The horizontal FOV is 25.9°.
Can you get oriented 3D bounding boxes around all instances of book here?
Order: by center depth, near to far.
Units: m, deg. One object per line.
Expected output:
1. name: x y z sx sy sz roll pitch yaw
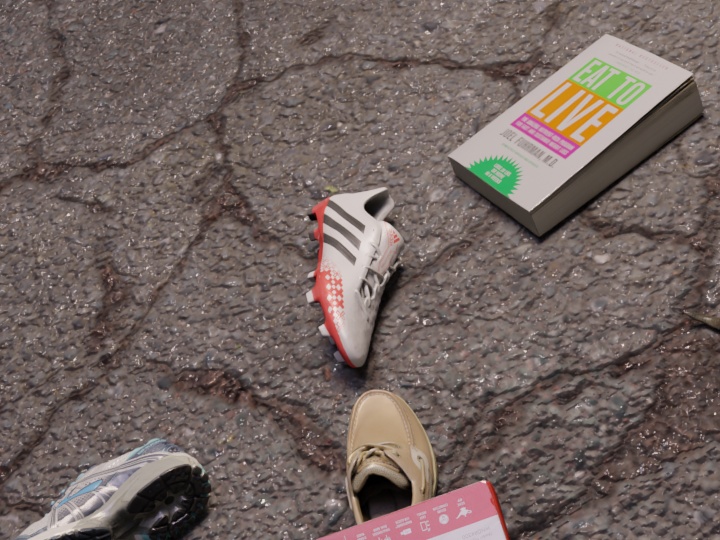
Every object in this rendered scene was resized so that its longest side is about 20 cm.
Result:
1. book: 0.195 -0.128 1.435 0.199 0.048 0.133 -38 42 -11

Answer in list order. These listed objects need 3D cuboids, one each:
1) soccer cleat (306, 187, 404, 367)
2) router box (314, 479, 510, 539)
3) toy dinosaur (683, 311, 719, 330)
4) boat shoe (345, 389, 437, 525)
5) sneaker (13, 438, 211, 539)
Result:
1. soccer cleat: 0.000 0.000 1.379 0.084 0.069 0.201 -19 40 12
2. router box: 0.027 0.266 1.086 0.198 0.049 0.181 -20 68 5
3. toy dinosaur: 0.338 0.038 1.194 0.198 0.078 0.103 11 41 26
4. boat shoe: 0.021 0.164 1.217 0.071 0.065 0.202 -15 45 9
5. sneaker: -0.221 0.209 1.287 0.198 0.078 0.086 -29 32 -15
